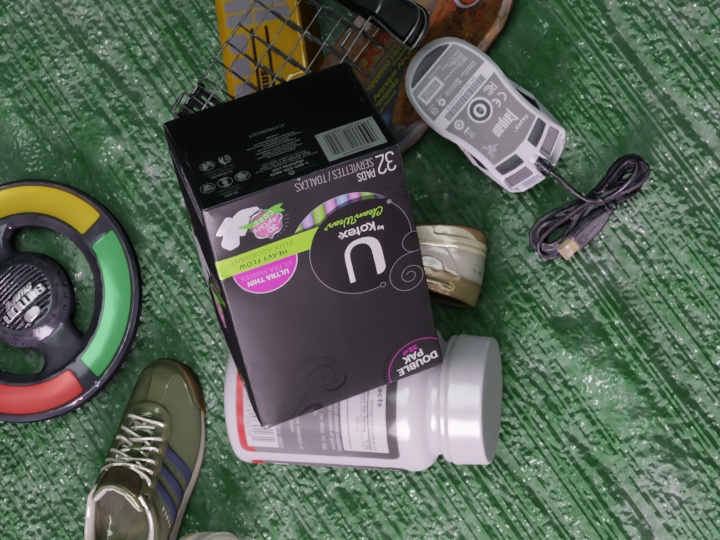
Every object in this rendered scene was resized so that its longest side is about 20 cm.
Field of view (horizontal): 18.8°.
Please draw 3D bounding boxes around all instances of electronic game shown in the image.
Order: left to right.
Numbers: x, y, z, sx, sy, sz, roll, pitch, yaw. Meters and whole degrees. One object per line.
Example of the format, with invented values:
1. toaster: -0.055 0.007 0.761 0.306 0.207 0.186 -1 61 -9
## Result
1. electronic game: -0.273 0.024 1.779 0.198 0.042 0.202 -2 80 13

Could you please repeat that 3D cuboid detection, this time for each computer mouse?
1. computer mouse: 0.121 -0.105 1.690 0.200 0.044 0.110 43 98 2

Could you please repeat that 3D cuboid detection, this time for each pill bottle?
1. pill bottle: 0.004 0.094 1.660 0.198 0.114 0.115 2 81 14

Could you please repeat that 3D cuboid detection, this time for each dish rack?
1. dish rack: -0.055 -0.148 1.646 0.201 0.054 0.153 -55 41 2

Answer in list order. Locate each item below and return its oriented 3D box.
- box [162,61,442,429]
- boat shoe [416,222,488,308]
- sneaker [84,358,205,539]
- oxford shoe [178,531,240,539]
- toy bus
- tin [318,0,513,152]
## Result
1. box: -0.039 -0.017 1.551 0.147 0.201 0.125 -18 38 -8
2. boat shoe: 0.000 0.000 1.698 0.198 0.074 0.067 -1 75 14
3. sneaker: -0.173 0.165 1.704 0.066 0.090 0.202 9 83 16
4. oxford shoe: -0.141 0.294 1.697 0.058 0.075 0.202 26 97 58
5. toy bus: -0.067 -0.165 1.747 0.078 0.065 0.202 -12 79 13
6. tin: 0.040 -0.178 1.698 0.201 0.112 0.042 -52 51 1
